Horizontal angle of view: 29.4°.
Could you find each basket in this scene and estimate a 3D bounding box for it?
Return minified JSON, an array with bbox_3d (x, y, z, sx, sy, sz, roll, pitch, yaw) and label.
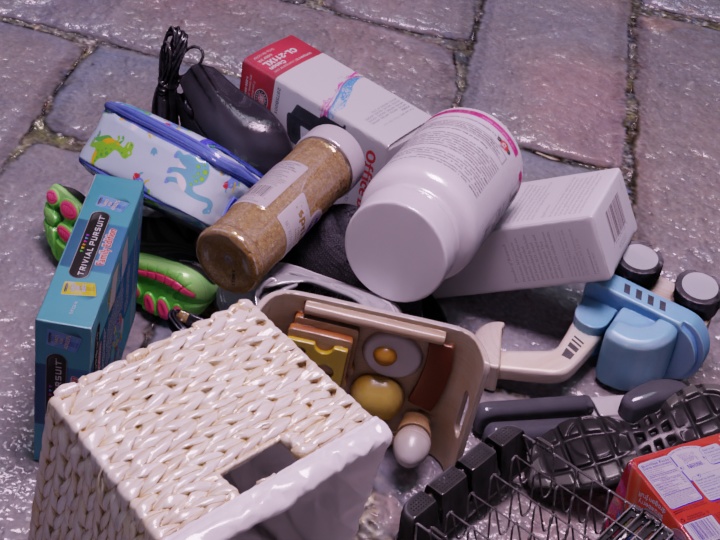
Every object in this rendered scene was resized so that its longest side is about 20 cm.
[{"bbox_3d":[-0.113,0.164,0.976,0.197,0.201,0.161,-26,58,-37],"label":"basket"}]

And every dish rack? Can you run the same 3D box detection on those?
[{"bbox_3d":[0.139,0.210,1.081,0.153,0.055,0.199,-33,46,-31],"label":"dish rack"}]

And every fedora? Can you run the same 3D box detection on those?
[{"bbox_3d":[0.000,0.000,1.299,0.198,0.093,0.201,12,30,-7],"label":"fedora"}]

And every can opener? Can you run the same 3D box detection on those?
[{"bbox_3d":[0.201,0.124,1.235,0.197,0.067,0.054,-2,38,-18],"label":"can opener"}]

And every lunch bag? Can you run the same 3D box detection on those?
[{"bbox_3d":[-0.160,-0.083,1.309,0.160,0.083,0.200,28,-2,22],"label":"lunch bag"}]

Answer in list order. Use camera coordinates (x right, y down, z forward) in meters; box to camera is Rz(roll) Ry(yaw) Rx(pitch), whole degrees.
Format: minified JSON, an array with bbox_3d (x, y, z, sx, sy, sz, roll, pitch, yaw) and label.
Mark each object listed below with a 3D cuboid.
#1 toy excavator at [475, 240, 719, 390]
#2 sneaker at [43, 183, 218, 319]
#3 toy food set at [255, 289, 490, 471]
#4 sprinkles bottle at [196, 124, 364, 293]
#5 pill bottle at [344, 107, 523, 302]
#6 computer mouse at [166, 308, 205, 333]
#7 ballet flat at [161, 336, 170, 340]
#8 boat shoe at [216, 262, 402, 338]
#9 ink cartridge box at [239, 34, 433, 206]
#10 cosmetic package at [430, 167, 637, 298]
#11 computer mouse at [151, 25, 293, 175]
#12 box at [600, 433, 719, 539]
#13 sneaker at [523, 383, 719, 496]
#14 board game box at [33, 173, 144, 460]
[{"bbox_3d":[0.225,0.065,1.307,0.193,0.101,0.200,26,48,19],"label":"toy excavator"},{"bbox_3d":[-0.219,-0.019,1.307,0.199,0.077,0.084,32,30,12],"label":"sneaker"},{"bbox_3d":[-0.003,0.103,1.142,0.197,0.145,0.061,12,38,0],"label":"toy food set"},{"bbox_3d":[-0.070,-0.059,1.246,0.068,0.069,0.200,25,43,16],"label":"sprinkles bottle"},{"bbox_3d":[0.067,-0.060,1.233,0.112,0.114,0.200,22,34,13],"label":"pill bottle"},{"bbox_3d":[-0.078,0.073,1.219,0.198,0.034,0.059,22,26,-5],"label":"computer mouse"},{"bbox_3d":[-0.180,0.127,1.128,0.067,0.064,0.201,14,38,3],"label":"ballet flat"},{"bbox_3d":[-0.058,0.032,1.210,0.198,0.073,0.068,19,-4,34],"label":"boat shoe"},{"bbox_3d":[-0.032,-0.130,1.427,0.199,0.147,0.083,33,43,25],"label":"ink cartridge box"},{"bbox_3d":[0.159,-0.035,1.346,0.198,0.072,0.102,-6,27,33],"label":"cosmetic package"},{"bbox_3d":[-0.155,-0.150,1.431,0.199,0.140,0.053,36,43,24],"label":"computer mouse"},{"bbox_3d":[0.313,0.201,1.145,0.198,0.096,0.100,-11,44,-27],"label":"box"},{"bbox_3d":[0.241,0.166,1.197,0.197,0.080,0.076,-15,46,-1],"label":"sneaker"},{"bbox_3d":[-0.228,0.039,1.154,0.046,0.152,0.201,10,37,-2],"label":"board game box"}]
